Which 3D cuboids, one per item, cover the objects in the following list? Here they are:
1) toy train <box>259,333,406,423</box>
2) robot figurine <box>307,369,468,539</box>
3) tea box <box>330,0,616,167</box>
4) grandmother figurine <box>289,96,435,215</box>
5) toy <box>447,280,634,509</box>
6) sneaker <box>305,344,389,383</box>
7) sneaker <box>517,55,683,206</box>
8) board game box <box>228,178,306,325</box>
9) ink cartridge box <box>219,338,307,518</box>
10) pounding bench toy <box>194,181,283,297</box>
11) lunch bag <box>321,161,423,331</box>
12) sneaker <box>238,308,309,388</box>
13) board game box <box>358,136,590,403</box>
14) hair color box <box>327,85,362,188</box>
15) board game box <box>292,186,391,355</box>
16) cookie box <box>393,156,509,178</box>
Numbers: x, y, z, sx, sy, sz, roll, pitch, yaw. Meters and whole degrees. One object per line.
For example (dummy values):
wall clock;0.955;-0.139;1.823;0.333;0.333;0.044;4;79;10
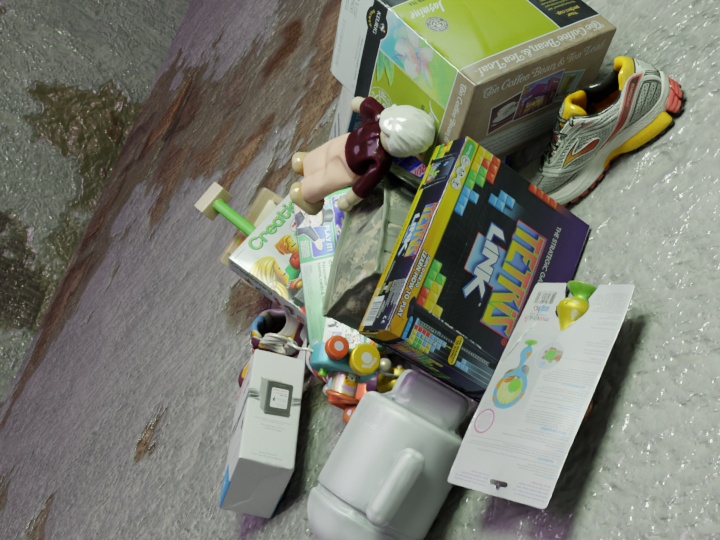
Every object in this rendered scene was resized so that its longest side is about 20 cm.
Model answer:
toy train;-0.014;0.123;1.020;0.150;0.200;0.056;-4;65;32
robot figurine;0.025;0.192;0.919;0.200;0.113;0.170;-61;-2;-7
tea box;0.111;-0.224;1.016;0.197;0.200;0.134;48;147;27
grandmother figurine;0.002;-0.120;0.999;0.200;0.060;0.122;-15;75;53
toy;0.162;0.105;0.839;0.115;0.047;0.200;1;62;55
sneaker;0.006;0.048;1.167;0.200;0.071;0.112;-66;21;2
sneaker;0.215;-0.137;0.981;0.200;0.082;0.078;-43;29;31
board game box;-0.054;-0.042;1.253;0.200;0.126;0.035;-49;-14;-23
ink cartridge box;-0.117;0.182;1.206;0.200;0.067;0.116;-87;15;-46
pounding bench toy;-0.124;-0.038;1.353;0.124;0.200;0.156;-58;24;0
lunch bag;0.066;-0.019;1.023;0.118;0.164;0.200;-41;29;42
sneaker;-0.119;0.097;1.321;0.200;0.090;0.075;-37;32;37
board game box;0.109;0.006;0.913;0.057;0.165;0.200;-11;52;61
hair color box;0.005;-0.175;1.175;0.200;0.060;0.100;109;165;-46
board game box;0.000;0.000;1.117;0.134;0.029;0.200;-12;68;11
cookie box;0.109;-0.159;1.209;0.171;0.075;0.200;-28;37;49
